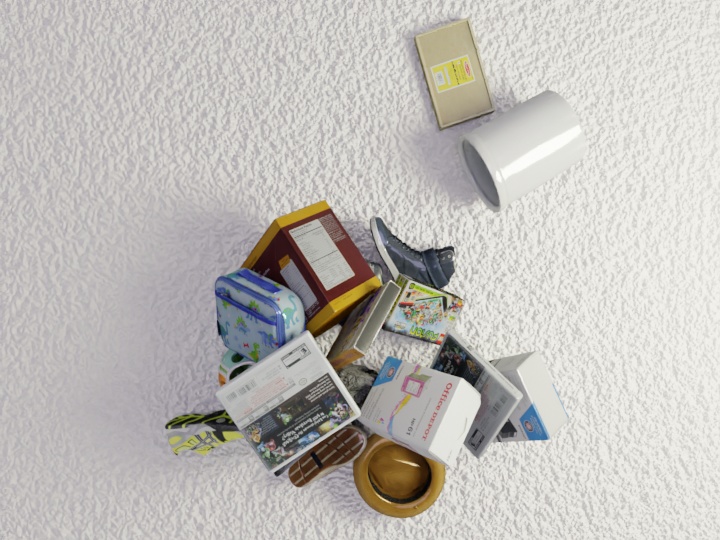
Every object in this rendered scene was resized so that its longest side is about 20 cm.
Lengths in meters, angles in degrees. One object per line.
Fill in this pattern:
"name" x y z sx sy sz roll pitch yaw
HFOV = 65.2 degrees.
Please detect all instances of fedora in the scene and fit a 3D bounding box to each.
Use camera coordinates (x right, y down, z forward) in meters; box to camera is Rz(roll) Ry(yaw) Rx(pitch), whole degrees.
"fedora" 0.079 0.416 1.191 0.196 0.082 0.205 0 94 -4

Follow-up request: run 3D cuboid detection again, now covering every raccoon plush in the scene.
"raccoon plush" -0.044 0.267 1.180 0.196 0.097 0.137 12 95 -5

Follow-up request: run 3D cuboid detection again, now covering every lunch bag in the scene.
"lunch bag" -0.194 0.091 1.068 0.198 0.082 0.164 23 122 35

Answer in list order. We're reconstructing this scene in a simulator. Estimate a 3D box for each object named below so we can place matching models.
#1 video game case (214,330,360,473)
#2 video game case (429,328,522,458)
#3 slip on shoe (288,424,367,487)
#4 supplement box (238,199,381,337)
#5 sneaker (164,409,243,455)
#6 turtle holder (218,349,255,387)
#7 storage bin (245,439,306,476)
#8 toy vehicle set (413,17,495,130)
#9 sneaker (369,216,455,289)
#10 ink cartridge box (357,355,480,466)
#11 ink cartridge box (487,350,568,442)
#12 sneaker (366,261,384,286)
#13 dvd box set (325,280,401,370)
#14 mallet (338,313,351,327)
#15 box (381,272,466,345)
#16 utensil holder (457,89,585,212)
"video game case" -0.127 0.235 1.003 0.198 0.023 0.184 -32 100 1
"video game case" 0.207 0.244 1.109 0.182 0.023 0.202 44 136 28
"slip on shoe" -0.064 0.385 1.179 0.199 0.060 0.077 -41 74 16
"supplement box" -0.103 0.013 1.095 0.132 0.197 0.202 -27 79 -42
"sneaker" -0.317 0.350 1.207 0.196 0.075 0.078 -5 99 12
"turtle holder" -0.205 0.211 1.164 0.181 0.132 0.144 2 91 1
"storage bin" -0.136 0.304 1.131 0.135 0.200 0.094 -41 92 2
"toy vehicle set" 0.199 -0.415 1.191 0.122 0.027 0.204 -16 91 1
"sneaker" 0.115 -0.044 1.171 0.144 0.077 0.205 -27 101 13
"ink cartridge box" 0.110 0.263 1.076 0.085 0.198 0.146 44 67 -37
"ink cartridge box" 0.286 0.257 1.121 0.083 0.199 0.147 -25 89 -38
"sneaker" 0.000 0.000 1.192 0.081 0.074 0.201 -38 98 -5
"dvd box set" -0.003 0.111 1.062 0.029 0.200 0.148 34 62 -7
"mallet" -0.077 0.032 1.208 0.066 0.041 0.200 -43 86 4
"box" 0.125 0.083 1.134 0.035 0.198 0.112 34 101 44
"utensil holder" 0.318 -0.241 1.126 0.198 0.170 0.172 -30 91 -1
